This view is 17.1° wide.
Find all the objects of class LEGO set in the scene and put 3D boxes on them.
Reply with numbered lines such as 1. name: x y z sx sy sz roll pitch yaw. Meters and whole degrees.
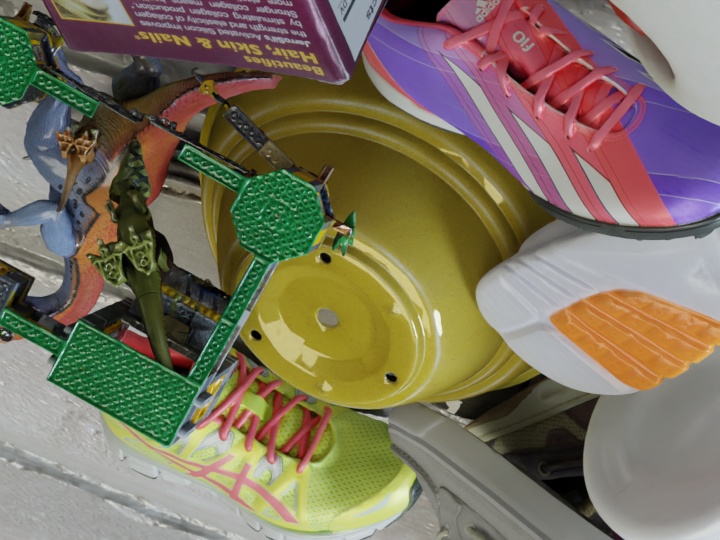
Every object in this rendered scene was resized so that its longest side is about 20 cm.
1. LEGO set: -0.105 -0.019 1.010 0.200 0.154 0.116 21 -174 4

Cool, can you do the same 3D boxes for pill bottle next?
1. pill bottle: 0.202 0.111 1.071 0.120 0.120 0.200 -7 144 44

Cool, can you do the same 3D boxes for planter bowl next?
1. planter bowl: 0.000 0.000 1.068 0.200 0.083 0.200 15 131 18

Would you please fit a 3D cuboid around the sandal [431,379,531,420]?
1. sandal: 0.055 0.024 1.149 0.082 0.055 0.200 24 150 0

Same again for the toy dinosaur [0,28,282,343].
1. toy dinosaur: -0.131 -0.030 1.101 0.200 0.105 0.182 29 136 39

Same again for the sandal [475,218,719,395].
1. sandal: 0.138 -0.010 0.973 0.207 0.059 0.079 -26 112 44

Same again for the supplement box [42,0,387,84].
1. supplement box: -0.070 -0.174 0.874 0.131 0.103 0.200 9 146 26

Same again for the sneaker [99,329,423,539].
1. sneaker: -0.060 0.081 1.244 0.200 0.078 0.090 12 148 24

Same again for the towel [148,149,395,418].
1. towel: -0.049 0.005 1.221 0.132 0.034 0.200 13 150 22

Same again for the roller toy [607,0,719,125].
1. roller toy: 0.132 -0.142 0.687 0.182 0.200 0.140 3 143 44

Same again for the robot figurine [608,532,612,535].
1. robot figurine: 0.132 0.207 1.309 0.150 0.125 0.200 40 154 -28

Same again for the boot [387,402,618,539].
1. boot: 0.053 0.134 1.105 0.074 0.096 0.200 35 180 -36

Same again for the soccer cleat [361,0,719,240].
1. soccer cleat: 0.067 -0.075 0.923 0.200 0.068 0.073 33 159 38

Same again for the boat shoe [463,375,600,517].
1. boat shoe: 0.097 0.094 1.196 0.072 0.065 0.200 -9 163 -24

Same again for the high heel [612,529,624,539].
1. high heel: 0.155 0.157 1.181 0.067 0.096 0.200 -9 173 21
